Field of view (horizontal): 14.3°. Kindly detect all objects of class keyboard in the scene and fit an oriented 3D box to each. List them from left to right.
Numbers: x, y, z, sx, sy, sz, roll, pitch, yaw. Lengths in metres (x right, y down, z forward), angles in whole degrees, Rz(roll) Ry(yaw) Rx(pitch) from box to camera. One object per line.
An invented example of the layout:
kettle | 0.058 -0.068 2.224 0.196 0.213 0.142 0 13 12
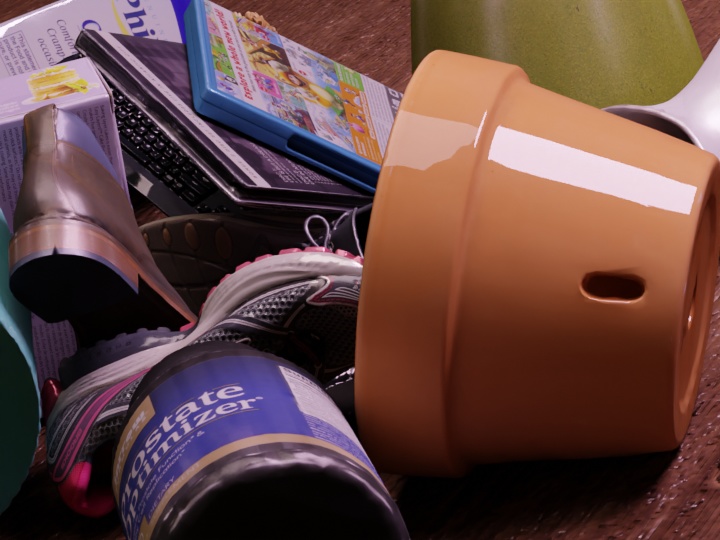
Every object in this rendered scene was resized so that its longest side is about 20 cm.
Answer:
keyboard | -0.102 -0.081 1.757 0.200 0.040 0.104 39 44 16

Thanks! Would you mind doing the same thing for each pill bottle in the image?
pill bottle | -0.050 0.100 1.248 0.111 0.112 0.200 -16 18 -7

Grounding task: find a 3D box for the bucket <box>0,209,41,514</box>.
bucket | -0.254 0.046 1.417 0.206 0.208 0.135 -16 31 -6

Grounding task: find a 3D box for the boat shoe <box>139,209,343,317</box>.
boat shoe | -0.038 0.000 1.622 0.199 0.075 0.073 5 14 25

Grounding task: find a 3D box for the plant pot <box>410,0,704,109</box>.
plant pot | 0.110 -0.152 1.745 0.200 0.194 0.200 -13 18 4

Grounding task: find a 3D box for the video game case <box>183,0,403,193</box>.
video game case | -0.004 -0.080 1.595 0.199 0.018 0.143 25 21 -17

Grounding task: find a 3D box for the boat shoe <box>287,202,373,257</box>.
boat shoe | 0.000 0.000 1.515 0.199 0.075 0.062 -23 -26 15

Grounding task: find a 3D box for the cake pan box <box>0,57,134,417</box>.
cake pan box | -0.209 0.002 1.526 0.184 0.201 0.052 -16 34 -11

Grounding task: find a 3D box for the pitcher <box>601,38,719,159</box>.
pitcher | 0.256 -0.085 1.597 0.200 0.122 0.171 -33 45 -20

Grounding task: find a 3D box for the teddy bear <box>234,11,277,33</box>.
teddy bear | -0.042 -0.084 1.731 0.067 0.145 0.200 -47 53 15

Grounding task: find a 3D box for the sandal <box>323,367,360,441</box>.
sandal | 0.014 0.049 1.457 0.200 0.045 0.075 -24 20 -29

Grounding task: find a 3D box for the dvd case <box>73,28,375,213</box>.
dvd case | -0.046 -0.078 1.578 0.149 0.016 0.200 44 23 31

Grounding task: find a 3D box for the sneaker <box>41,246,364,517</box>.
sneaker | -0.063 0.058 1.400 0.200 0.081 0.075 -28 41 17

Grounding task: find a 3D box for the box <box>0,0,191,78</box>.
box | -0.213 -0.100 1.881 0.200 0.105 0.184 -26 0 -32

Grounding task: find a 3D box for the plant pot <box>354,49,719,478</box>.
plant pot | 0.089 0.006 1.333 0.139 0.201 0.200 8 23 12

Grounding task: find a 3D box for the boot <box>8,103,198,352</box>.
boot | -0.121 -0.002 1.463 0.074 0.200 0.097 -14 60 12
